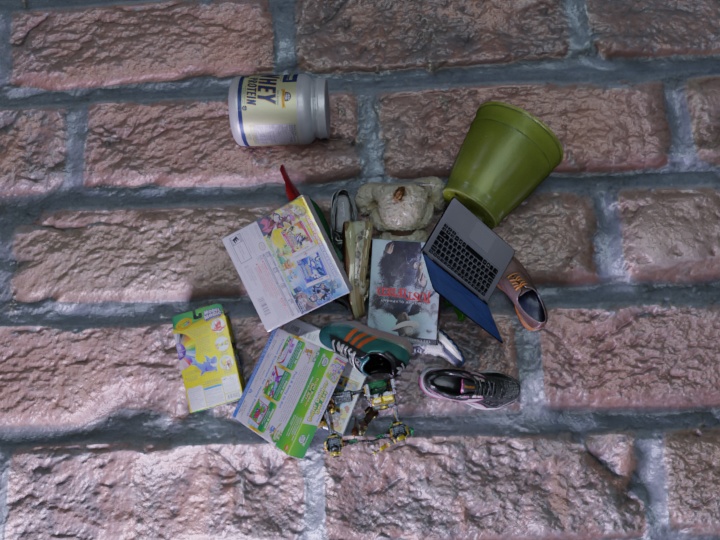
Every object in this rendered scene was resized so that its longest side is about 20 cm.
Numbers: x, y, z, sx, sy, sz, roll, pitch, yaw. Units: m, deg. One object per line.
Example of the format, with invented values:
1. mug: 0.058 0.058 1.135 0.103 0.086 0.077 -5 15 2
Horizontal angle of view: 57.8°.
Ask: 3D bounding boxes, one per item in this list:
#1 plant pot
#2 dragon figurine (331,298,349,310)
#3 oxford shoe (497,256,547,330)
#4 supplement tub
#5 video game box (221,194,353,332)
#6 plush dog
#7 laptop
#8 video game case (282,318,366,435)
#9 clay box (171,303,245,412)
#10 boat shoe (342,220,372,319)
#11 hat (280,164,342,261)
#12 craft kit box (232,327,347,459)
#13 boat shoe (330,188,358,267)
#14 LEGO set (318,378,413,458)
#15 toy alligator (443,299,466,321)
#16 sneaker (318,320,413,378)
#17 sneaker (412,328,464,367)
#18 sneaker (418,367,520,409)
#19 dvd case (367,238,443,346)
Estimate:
1. plant pot: 0.267 -0.195 1.303 0.200 0.200 0.193 34 80 8
2. dragon figurine: -0.115 0.051 1.350 0.200 0.059 0.100 39 85 14
3. oxford shoe: 0.322 0.026 1.326 0.071 0.073 0.201 -32 79 -3
4. supplement tub: -0.168 -0.340 1.386 0.198 0.145 0.146 -2 79 3
5. video game box: -0.137 -0.013 1.229 0.181 0.047 0.201 -25 92 14
6. plush dog: 0.089 -0.093 1.339 0.198 0.161 0.173 -5 105 4
7. laptop: 0.218 -0.004 1.220 0.187 0.116 0.201 37 78 -24
8. video game case: -0.092 0.214 1.338 0.199 0.023 0.183 22 81 6
9. clay box: -0.311 0.178 1.342 0.114 0.048 0.201 -15 77 0
10. boat shoe: 0.000 0.000 1.313 0.062 0.073 0.201 -5 106 -8
11. hat: -0.098 -0.134 1.343 0.199 0.166 0.177 25 71 -6
12. craft kit box: -0.138 0.225 1.246 0.197 0.048 0.201 16 78 50
13. boat shoe: -0.036 -0.074 1.362 0.072 0.071 0.201 -9 85 0
14. LEGO set: 0.004 0.280 1.252 0.198 0.116 0.155 -3 81 -2
15. toy alligator: 0.196 0.006 1.350 0.054 0.059 0.202 -7 75 43
16. sneaker: -0.002 0.155 1.266 0.199 0.072 0.080 9 44 25
17. sneaker: 0.120 0.140 1.323 0.200 0.077 0.085 38 93 16
18. sneaker: 0.216 0.233 1.285 0.198 0.086 0.081 1 81 3
19. dvd case: 0.088 0.041 1.285 0.145 0.022 0.202 5 94 17
